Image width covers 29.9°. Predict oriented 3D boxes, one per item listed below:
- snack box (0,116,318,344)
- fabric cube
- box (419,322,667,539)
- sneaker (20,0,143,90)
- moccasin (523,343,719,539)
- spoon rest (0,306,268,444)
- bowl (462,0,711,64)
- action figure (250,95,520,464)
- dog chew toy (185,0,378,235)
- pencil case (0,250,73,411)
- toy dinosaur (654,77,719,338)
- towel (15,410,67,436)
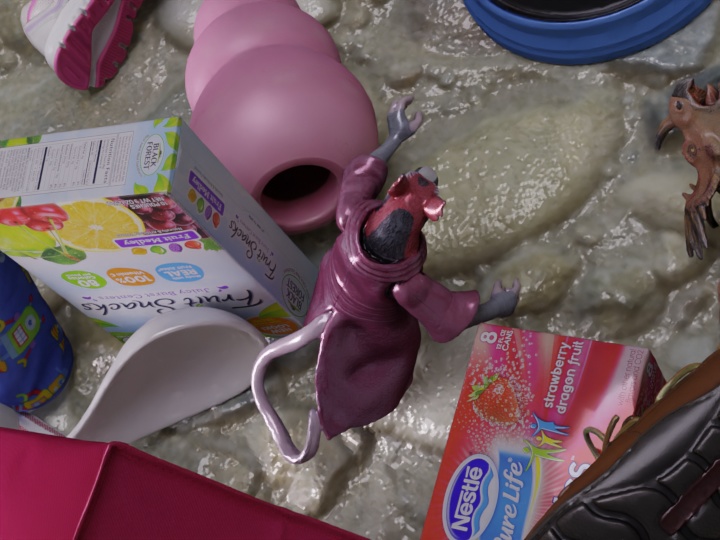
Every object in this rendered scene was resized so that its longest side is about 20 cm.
[{"bbox_3d":[-0.128,-0.015,0.825,0.142,0.200,0.053,-3,64,21],"label":"snack box"},{"bbox_3d":[-0.112,0.202,0.672,0.199,0.199,0.197,-8,59,56],"label":"fabric cube"},{"bbox_3d":[0.095,0.140,0.718,0.099,0.095,0.201,8,70,27],"label":"box"},{"bbox_3d":[-0.194,-0.241,1.031,0.088,0.081,0.200,30,80,30],"label":"sneaker"},{"bbox_3d":[0.141,0.095,0.630,0.074,0.078,0.202,38,95,2],"label":"moccasin"},{"bbox_3d":[-0.149,0.079,0.852,0.199,0.099,0.061,-22,57,16],"label":"spoon rest"},{"bbox_3d":[0.155,-0.235,0.904,0.200,0.039,0.202,-9,63,18],"label":"bowl"},{"bbox_3d":[0.000,0.000,0.763,0.148,0.200,0.134,-28,71,-20],"label":"action figure"},{"bbox_3d":[-0.062,-0.120,0.899,0.124,0.125,0.201,-27,51,9],"label":"dog chew toy"},{"bbox_3d":[-0.252,0.016,0.860,0.078,0.200,0.087,11,57,20],"label":"pencil case"},{"bbox_3d":[0.226,0.001,0.742,0.135,0.086,0.201,3,83,35],"label":"toy dinosaur"},{"bbox_3d":[-0.237,0.197,0.875,0.146,0.030,0.200,25,75,30],"label":"towel"}]
